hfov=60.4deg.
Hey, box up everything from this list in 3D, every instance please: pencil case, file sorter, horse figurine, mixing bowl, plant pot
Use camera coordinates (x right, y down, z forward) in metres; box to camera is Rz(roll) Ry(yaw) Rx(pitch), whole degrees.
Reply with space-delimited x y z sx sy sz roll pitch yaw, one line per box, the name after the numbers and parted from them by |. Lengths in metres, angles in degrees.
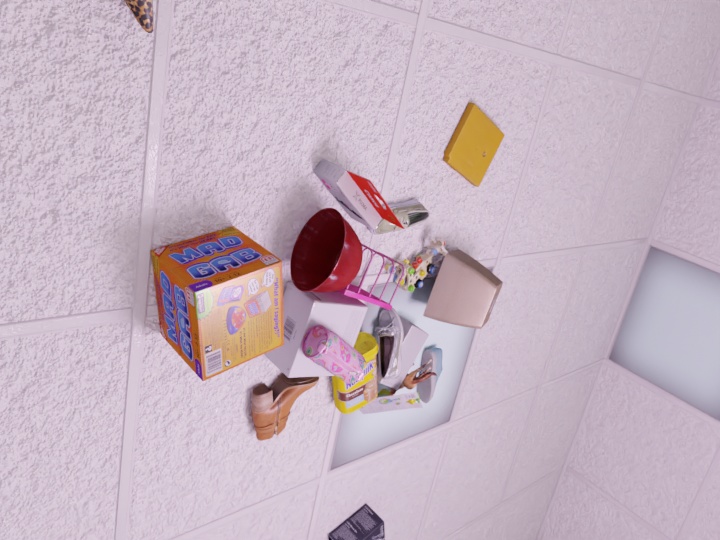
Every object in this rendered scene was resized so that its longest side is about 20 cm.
-0.061 0.207 1.503 0.088 0.087 0.200 -53 138 -7 | pencil case
0.000 0.000 1.593 0.198 0.137 0.128 21 95 -49 | file sorter
0.163 0.339 1.955 0.132 0.199 0.050 -39 95 -24 | horse figurine
-0.065 -0.030 1.446 0.107 0.199 0.204 26 94 -38 | mixing bowl
0.324 0.069 1.883 0.199 0.174 0.205 -12 124 -68 | plant pot

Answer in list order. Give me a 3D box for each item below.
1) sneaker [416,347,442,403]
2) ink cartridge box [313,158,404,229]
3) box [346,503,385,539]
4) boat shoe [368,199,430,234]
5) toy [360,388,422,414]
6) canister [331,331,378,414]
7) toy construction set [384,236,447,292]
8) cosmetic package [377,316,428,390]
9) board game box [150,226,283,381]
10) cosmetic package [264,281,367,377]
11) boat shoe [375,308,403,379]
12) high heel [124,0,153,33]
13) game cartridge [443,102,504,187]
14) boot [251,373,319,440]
0.248 0.355 2.098 0.080 0.073 0.205 -12 122 -37 | sneaker
-0.002 -0.165 1.465 0.044 0.172 0.200 -51 138 -8 | ink cartridge box
-0.009 0.962 2.161 0.180 0.103 0.205 -29 131 -33 | box
0.107 -0.144 1.674 0.197 0.061 0.074 -25 129 -33 | boat shoe
0.088 0.395 1.909 0.116 0.194 0.048 66 22 -52 | toy
-0.017 0.298 1.781 0.146 0.086 0.205 -24 130 -27 | canister
0.165 -0.017 1.795 0.198 0.092 0.133 -35 134 -11 | toy construction set
0.112 0.251 1.895 0.112 0.080 0.203 33 87 -50 | cosmetic package
-0.292 0.060 1.277 0.196 0.198 0.205 -20 126 -36 | board game box
-0.112 0.152 1.575 0.197 0.122 0.204 9 106 -46 | cosmetic package
0.080 0.211 1.799 0.064 0.073 0.209 4 86 -55 | boat shoe
-0.407 -0.457 0.952 0.141 0.070 0.205 -34 118 -35 | high heel
0.330 -0.363 1.805 0.198 0.032 0.180 25 94 -47 | game cartridge
-0.197 0.359 1.638 0.196 0.076 0.160 -20 124 -34 | boot
